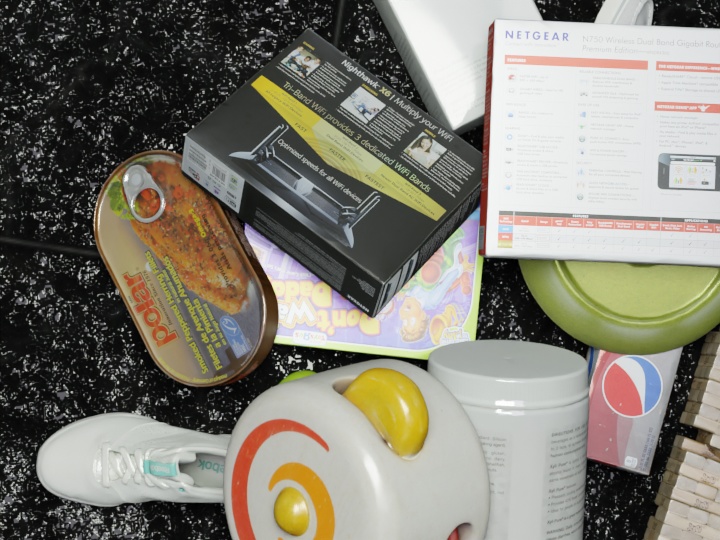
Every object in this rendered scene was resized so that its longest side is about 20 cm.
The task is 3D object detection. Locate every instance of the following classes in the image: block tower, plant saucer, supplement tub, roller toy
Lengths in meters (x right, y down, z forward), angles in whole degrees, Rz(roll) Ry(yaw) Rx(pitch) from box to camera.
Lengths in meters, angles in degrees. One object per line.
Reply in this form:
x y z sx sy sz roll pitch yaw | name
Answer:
0.289 0.145 1.354 0.053 0.058 0.202 19 88 -2 | block tower
0.221 -0.033 1.302 0.197 0.031 0.203 0 90 0 | plant saucer
0.111 0.166 1.286 0.130 0.132 0.203 2 101 -3 | supplement tub
-0.007 0.165 1.213 0.139 0.199 0.185 -11 90 -45 | roller toy

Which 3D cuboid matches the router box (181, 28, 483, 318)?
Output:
-0.017 -0.080 1.297 0.199 0.052 0.157 37 57 13 | router box

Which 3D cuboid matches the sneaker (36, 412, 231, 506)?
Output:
-0.163 0.154 1.313 0.197 0.088 0.076 1 88 -3 | sneaker

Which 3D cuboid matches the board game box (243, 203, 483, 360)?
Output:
0.000 0.000 1.351 0.197 0.045 0.136 6 87 -3 | board game box

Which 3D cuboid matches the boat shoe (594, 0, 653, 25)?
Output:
0.215 -0.135 1.345 0.068 0.072 0.202 15 86 30 | boat shoe

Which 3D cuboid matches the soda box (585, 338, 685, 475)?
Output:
0.225 0.061 1.350 0.069 0.063 0.202 16 86 0 | soda box

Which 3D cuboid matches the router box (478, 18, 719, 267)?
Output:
0.194 -0.096 1.261 0.197 0.049 0.182 3 90 -1 | router box

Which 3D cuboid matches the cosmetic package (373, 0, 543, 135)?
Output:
0.075 -0.221 1.351 0.112 0.081 0.202 -25 87 -4 | cosmetic package

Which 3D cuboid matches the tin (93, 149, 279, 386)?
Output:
-0.140 -0.001 1.321 0.111 0.042 0.201 -31 75 11 | tin
